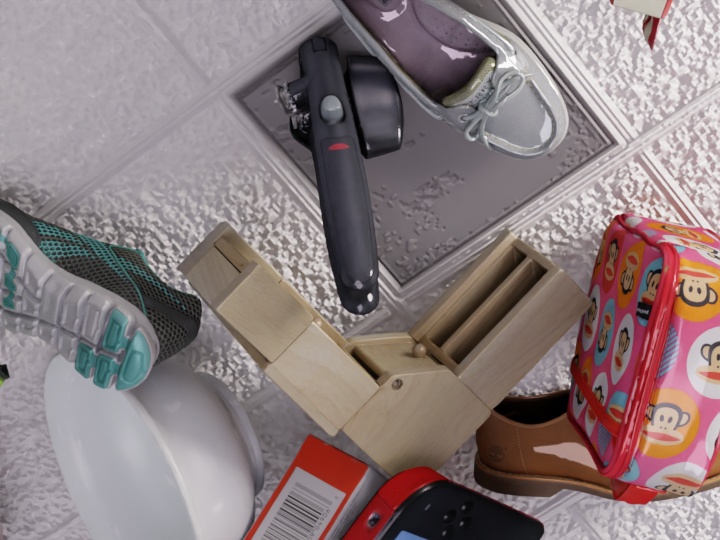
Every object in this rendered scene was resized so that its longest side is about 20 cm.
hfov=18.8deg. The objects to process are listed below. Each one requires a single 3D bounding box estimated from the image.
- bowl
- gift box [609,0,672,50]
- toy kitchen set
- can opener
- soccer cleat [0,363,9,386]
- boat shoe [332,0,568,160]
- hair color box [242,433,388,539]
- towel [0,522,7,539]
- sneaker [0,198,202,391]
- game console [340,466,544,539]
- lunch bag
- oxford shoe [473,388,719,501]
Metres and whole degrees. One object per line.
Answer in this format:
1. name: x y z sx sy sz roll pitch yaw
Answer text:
1. bowl: -0.128 0.129 1.488 0.090 0.201 0.202 -26 122 -28
2. gift box: 0.129 -0.250 1.246 0.186 0.200 0.185 14 123 -7
3. toy kitchen set: 0.000 0.000 1.437 0.180 0.163 0.200 -46 120 -2
4. can opener: -0.011 -0.064 1.348 0.078 0.200 0.063 -10 141 6
5. soccer cleat: -0.302 0.012 1.437 0.081 0.067 0.201 -25 83 22
6. boat shoe: 0.052 -0.136 1.380 0.074 0.065 0.202 -39 110 21
7. hair color box: 0.003 0.205 1.493 0.111 0.064 0.200 -57 140 -9
8. towel: -0.362 0.156 1.527 0.199 0.032 0.192 -10 118 8
9. sneaker: -0.186 0.008 1.441 0.200 0.091 0.078 35 125 28
10. game console: 0.024 0.227 1.443 0.200 0.031 0.177 -53 140 5
11. lunch bag: 0.187 0.062 1.394 0.082 0.200 0.177 12 99 -5
12. oxford shoe: 0.178 0.115 1.510 0.199 0.071 0.072 0 113 4
